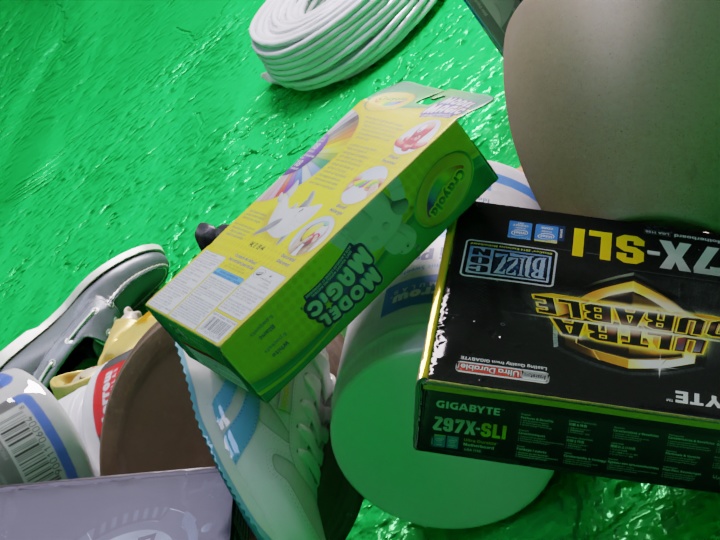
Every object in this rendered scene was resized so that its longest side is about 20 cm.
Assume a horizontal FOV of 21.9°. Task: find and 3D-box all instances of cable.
[{"bbox_3d":[-0.012,-0.253,1.769,0.200,0.069,0.200,-42,24,-7],"label":"cable"}]

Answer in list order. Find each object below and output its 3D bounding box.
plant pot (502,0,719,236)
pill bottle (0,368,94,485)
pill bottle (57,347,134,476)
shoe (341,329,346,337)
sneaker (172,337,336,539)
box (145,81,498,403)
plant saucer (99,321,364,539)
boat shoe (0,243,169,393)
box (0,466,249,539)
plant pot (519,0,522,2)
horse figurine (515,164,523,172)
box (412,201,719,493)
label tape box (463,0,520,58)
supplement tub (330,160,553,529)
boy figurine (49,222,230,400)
[{"bbox_3d":[0.174,-0.066,1.052,0.200,0.200,0.135,-17,52,40],"label":"plant pot"},{"bbox_3d":[-0.274,0.153,1.155,0.200,0.114,0.114,-29,17,-29],"label":"pill bottle"},{"bbox_3d":[-0.112,0.095,1.242,0.199,0.114,0.114,-26,27,27],"label":"pill bottle"},{"bbox_3d":[0.000,0.000,1.324,0.070,0.053,0.200,-4,41,52],"label":"shoe"},{"bbox_3d":[-0.049,0.079,1.041,0.080,0.077,0.201,-20,56,-2],"label":"sneaker"},{"bbox_3d":[-0.014,-0.024,1.000,0.200,0.048,0.117,-45,26,-11],"label":"box"},{"bbox_3d":[-0.084,0.106,1.135,0.199,0.029,0.201,-6,78,29],"label":"plant saucer"},{"bbox_3d":[-0.229,0.058,1.572,0.200,0.073,0.062,-40,66,-20],"label":"boat shoe"},{"bbox_3d":[-0.147,0.209,1.035,0.159,0.044,0.201,-5,50,9],"label":"box"},{"bbox_3d":[0.205,-0.242,1.296,0.200,0.187,0.187,-41,24,-3],"label":"plant pot"},{"bbox_3d":[0.141,-0.083,1.276,0.200,0.050,0.133,-43,18,-4],"label":"horse figurine"},{"bbox_3d":[0.134,0.037,0.937,0.199,0.050,0.160,8,34,5],"label":"box"},{"bbox_3d":[0.169,-0.249,1.408,0.200,0.144,0.063,-36,23,6],"label":"label tape box"},{"bbox_3d":[0.057,0.037,1.081,0.132,0.132,0.200,-28,25,23],"label":"supplement tub"},{"bbox_3d":[-0.165,0.050,1.465,0.200,0.065,0.124,-45,27,-21],"label":"boy figurine"}]
